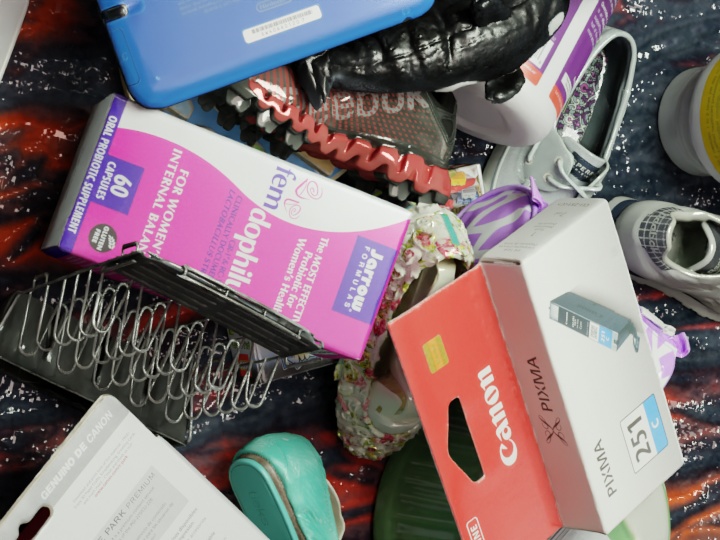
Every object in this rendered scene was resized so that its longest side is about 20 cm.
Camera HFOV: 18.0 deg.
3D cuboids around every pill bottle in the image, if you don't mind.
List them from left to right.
[{"bbox_3d":[0.118,-0.192,1.554,0.112,0.112,0.200,37,72,-26],"label":"pill bottle"},{"bbox_3d":[0.304,-0.110,1.615,0.111,0.200,0.112,0,90,-31],"label":"pill bottle"}]

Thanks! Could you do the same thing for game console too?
[{"bbox_3d":[-0.078,-0.206,1.398,0.199,0.118,0.171,-21,95,-10],"label":"game console"}]

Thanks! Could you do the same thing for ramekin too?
[{"bbox_3d":[0.117,0.177,1.563,0.199,0.098,0.201,0,90,-31],"label":"ramekin"}]

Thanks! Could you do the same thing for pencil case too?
[{"bbox_3d":[0.141,0.023,1.550,0.200,0.085,0.084,40,33,-37],"label":"pencil case"}]

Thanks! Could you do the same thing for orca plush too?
[{"bbox_3d":[0.054,-0.163,1.418,0.199,0.071,0.106,-5,69,-23],"label":"orca plush"}]

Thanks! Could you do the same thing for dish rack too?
[{"bbox_3d":[-0.123,0.045,1.366,0.153,0.200,0.055,27,66,-28],"label":"dish rack"}]

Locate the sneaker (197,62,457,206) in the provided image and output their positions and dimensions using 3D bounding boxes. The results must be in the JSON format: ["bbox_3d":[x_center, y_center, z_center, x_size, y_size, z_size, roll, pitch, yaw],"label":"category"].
[{"bbox_3d":[-0.015,-0.111,1.456,0.200,0.071,0.098,22,85,-32],"label":"sneaker"}]

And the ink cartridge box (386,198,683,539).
[{"bbox_3d":[0.117,0.080,1.452,0.176,0.045,0.201,-35,115,-37],"label":"ink cartridge box"}]

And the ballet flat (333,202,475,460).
[{"bbox_3d":[0.029,0.051,1.482,0.075,0.064,0.201,-4,122,-26],"label":"ballet flat"}]

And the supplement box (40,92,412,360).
[{"bbox_3d":[-0.084,-0.024,1.408,0.199,0.103,0.102,21,84,-13],"label":"supplement box"}]

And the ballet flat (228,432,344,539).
[{"bbox_3d":[-0.027,0.198,1.500,0.070,0.067,0.201,-28,107,-42],"label":"ballet flat"}]

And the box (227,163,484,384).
[{"bbox_3d":[0.000,0.000,1.530,0.199,0.035,0.111,-15,98,-30],"label":"box"}]

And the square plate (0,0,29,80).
[{"bbox_3d":[-0.315,-0.113,1.345,0.198,0.028,0.201,23,78,-28],"label":"square plate"}]

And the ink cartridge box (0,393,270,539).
[{"bbox_3d":[-0.172,0.200,1.399,0.176,0.084,0.200,47,68,-23],"label":"ink cartridge box"}]

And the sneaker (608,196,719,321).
[{"bbox_3d":[0.269,-0.005,1.665,0.199,0.080,0.077,11,83,-32],"label":"sneaker"}]

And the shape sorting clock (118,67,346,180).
[{"bbox_3d":[-0.065,-0.145,1.488,0.199,0.039,0.201,0,90,-31],"label":"shape sorting clock"}]

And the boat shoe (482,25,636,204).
[{"bbox_3d":[0.139,-0.081,1.589,0.070,0.071,0.201,24,81,-29],"label":"boat shoe"}]
